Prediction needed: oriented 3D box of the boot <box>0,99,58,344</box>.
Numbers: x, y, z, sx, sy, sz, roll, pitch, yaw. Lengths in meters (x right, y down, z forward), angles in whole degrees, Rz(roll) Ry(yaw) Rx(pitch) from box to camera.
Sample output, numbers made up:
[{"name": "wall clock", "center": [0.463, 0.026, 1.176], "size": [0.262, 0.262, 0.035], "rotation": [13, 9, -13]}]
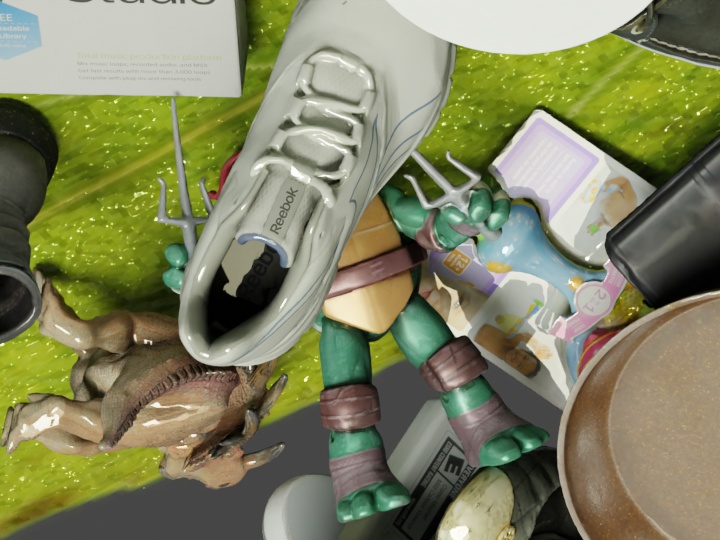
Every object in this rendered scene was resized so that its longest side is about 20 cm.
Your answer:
[{"name": "boot", "center": [-0.228, 0.002, 1.320], "size": [0.200, 0.132, 0.070], "rotation": [-23, 124, 20]}]

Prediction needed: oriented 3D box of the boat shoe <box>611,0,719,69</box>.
[{"name": "boat shoe", "center": [0.100, -0.126, 1.246], "size": [0.199, 0.057, 0.069], "rotation": [23, 126, -14]}]

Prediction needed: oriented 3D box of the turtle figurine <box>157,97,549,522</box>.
[{"name": "turtle figurine", "center": [0.000, 0.000, 1.311], "size": [0.149, 0.101, 0.201], "rotation": [-21, 94, 9]}]

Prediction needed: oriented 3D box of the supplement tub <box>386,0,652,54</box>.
[{"name": "supplement tub", "center": [0.060, -0.185, 1.111], "size": [0.144, 0.200, 0.145], "rotation": [2, 128, 2]}]

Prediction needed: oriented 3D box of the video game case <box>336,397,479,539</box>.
[{"name": "video game case", "center": [0.043, 0.194, 1.434], "size": [0.182, 0.200, 0.023], "rotation": [43, 159, -26]}]

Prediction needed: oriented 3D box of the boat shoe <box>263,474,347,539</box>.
[{"name": "boat shoe", "center": [0.013, 0.179, 1.477], "size": [0.057, 0.069, 0.200], "rotation": [-19, 123, 45]}]

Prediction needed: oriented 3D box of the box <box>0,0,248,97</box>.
[{"name": "box", "center": [-0.122, -0.150, 1.230], "size": [0.144, 0.036, 0.200], "rotation": [1, 139, 3]}]

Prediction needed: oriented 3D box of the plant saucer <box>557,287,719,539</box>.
[{"name": "plant saucer", "center": [0.186, 0.081, 1.303], "size": [0.200, 0.035, 0.201], "rotation": [8, 127, 11]}]

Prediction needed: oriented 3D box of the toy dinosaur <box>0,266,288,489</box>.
[{"name": "toy dinosaur", "center": [-0.087, 0.053, 1.346], "size": [0.135, 0.200, 0.086], "rotation": [12, 86, -9]}]

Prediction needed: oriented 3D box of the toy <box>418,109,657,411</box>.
[{"name": "toy", "center": [0.124, 0.031, 1.349], "size": [0.200, 0.047, 0.115], "rotation": [36, 114, -7]}]

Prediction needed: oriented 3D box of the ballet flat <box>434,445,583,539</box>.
[{"name": "ballet flat", "center": [0.100, 0.121, 1.382], "size": [0.200, 0.057, 0.067], "rotation": [12, 111, -54]}]

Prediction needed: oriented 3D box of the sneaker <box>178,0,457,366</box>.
[{"name": "sneaker", "center": [-0.016, -0.044, 1.214], "size": [0.074, 0.087, 0.201], "rotation": [23, 102, 1]}]

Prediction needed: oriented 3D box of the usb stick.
[{"name": "usb stick", "center": [0.190, -0.057, 1.281], "size": [0.200, 0.033, 0.055], "rotation": [-42, 105, 13]}]
